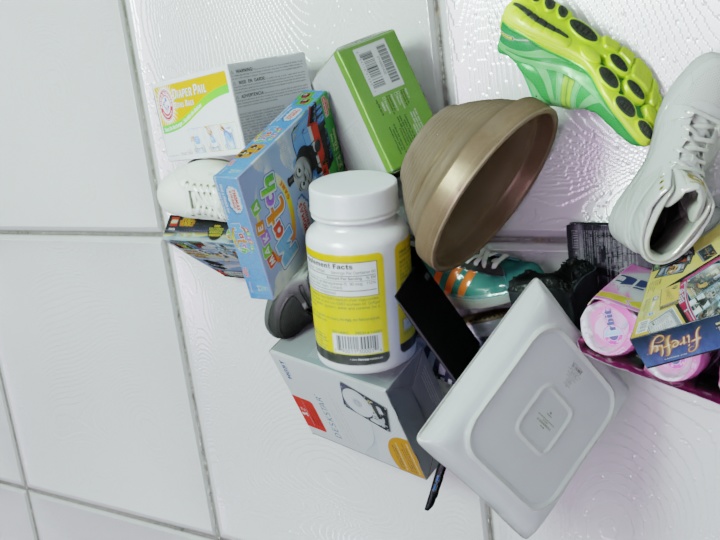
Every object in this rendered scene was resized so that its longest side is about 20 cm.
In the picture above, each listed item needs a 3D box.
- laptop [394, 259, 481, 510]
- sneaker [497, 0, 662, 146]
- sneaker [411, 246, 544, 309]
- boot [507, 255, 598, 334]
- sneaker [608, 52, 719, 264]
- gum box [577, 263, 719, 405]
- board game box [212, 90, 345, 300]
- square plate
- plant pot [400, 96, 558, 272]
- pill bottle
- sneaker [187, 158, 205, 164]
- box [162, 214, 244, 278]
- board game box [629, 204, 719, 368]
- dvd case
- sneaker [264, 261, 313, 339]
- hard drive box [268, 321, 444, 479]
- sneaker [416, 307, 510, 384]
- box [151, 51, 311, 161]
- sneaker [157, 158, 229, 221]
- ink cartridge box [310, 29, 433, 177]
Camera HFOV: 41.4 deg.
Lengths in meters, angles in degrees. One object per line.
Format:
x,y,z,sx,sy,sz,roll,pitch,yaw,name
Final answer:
0.068,0.115,1.007,0.103,0.177,0.201,19,105,7,laptop
0.222,-0.197,0.964,0.200,0.074,0.084,44,152,11,sneaker
0.115,-0.004,1.092,0.199,0.071,0.080,-3,108,38,sneaker
0.173,0.089,0.994,0.076,0.199,0.169,23,132,65,boot
0.306,-0.099,0.874,0.073,0.116,0.201,21,105,-7,sneaker
0.320,0.064,0.921,0.199,0.113,0.066,21,117,29,gum box
-0.079,-0.087,1.051,0.036,0.200,0.152,6,128,28,board game box
0.174,0.143,0.943,0.200,0.198,0.028,45,167,-31,square plate
0.107,-0.105,0.983,0.093,0.201,0.201,39,124,21,plant pot
0.000,0.000,1.037,0.114,0.114,0.201,10,115,33,pill bottle
-0.124,-0.122,1.201,0.199,0.078,0.082,9,122,11,sneaker
-0.136,-0.026,1.226,0.199,0.137,0.040,5,71,34,box
0.324,-0.001,0.843,0.135,0.200,0.035,-23,110,37,board game box
0.316,0.023,0.994,0.199,0.016,0.149,2,106,35,dvd case
-0.036,0.017,1.137,0.200,0.073,0.082,-47,56,14,sneaker
0.005,0.151,1.166,0.199,0.077,0.156,13,138,43,hard drive box
0.105,0.116,1.140,0.199,0.070,0.109,-15,95,35,sneaker
-0.157,-0.197,1.164,0.200,0.112,0.102,4,109,53,box
-0.165,-0.092,1.136,0.199,0.085,0.073,-3,110,19,sneaker
0.005,-0.173,1.120,0.148,0.076,0.200,66,162,-1,ink cartridge box
